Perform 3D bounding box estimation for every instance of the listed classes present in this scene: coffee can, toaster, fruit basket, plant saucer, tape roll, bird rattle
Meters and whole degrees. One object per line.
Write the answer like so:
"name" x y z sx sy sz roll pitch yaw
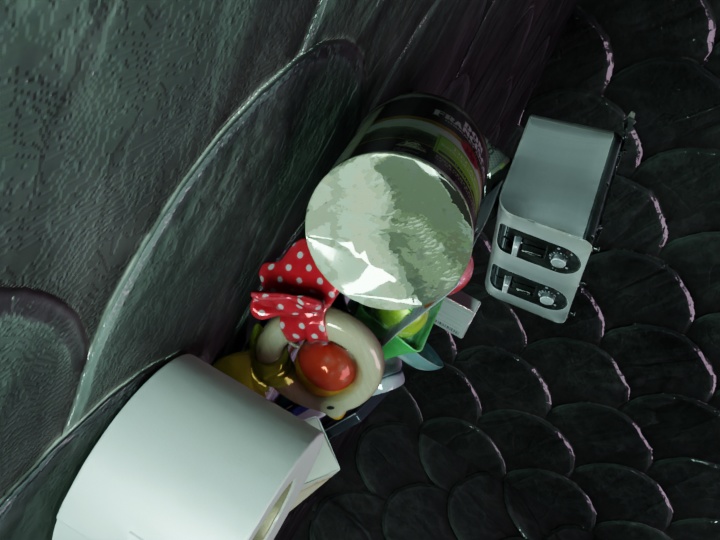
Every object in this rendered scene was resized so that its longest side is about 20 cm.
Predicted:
"coffee can" 0.042 -0.072 0.780 0.200 0.146 0.147 -66 180 -61
"toaster" 0.229 -0.069 0.973 0.181 0.119 0.200 87 24 -58
"fruit basket" 0.069 0.002 0.911 0.200 0.094 0.185 -51 -174 46
"plant saucer" 0.041 0.085 1.232 0.027 0.200 0.200 -49 173 6
"tape roll" -0.140 0.191 0.698 0.203 0.139 0.203 -58 170 -16
"bird rattle" -0.051 0.073 0.819 0.200 0.163 0.113 -55 -167 28

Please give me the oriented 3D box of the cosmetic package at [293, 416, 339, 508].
"cosmetic package" -0.117 0.258 1.001 0.103 0.073 0.200 -13 157 -33

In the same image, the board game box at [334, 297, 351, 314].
"board game box" -0.051 0.124 1.343 0.200 0.035 0.136 -57 171 -23

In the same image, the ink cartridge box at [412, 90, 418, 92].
"ink cartridge box" 0.065 -0.118 1.079 0.200 0.083 0.147 -63 172 7

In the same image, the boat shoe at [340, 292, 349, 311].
"boat shoe" 0.000 0.000 1.059 0.065 0.074 0.200 -21 170 -4

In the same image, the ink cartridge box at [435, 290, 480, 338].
"ink cartridge box" 0.075 0.016 1.177 0.045 0.200 0.176 -59 171 -14

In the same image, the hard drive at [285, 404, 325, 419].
"hard drive" -0.085 0.191 1.066 0.200 0.025 0.132 -31 176 11

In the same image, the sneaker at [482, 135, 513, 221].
"sneaker" 0.143 -0.079 1.078 0.200 0.087 0.074 -67 170 29

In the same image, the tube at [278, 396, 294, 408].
"tube" -0.073 0.147 1.082 0.200 0.050 0.077 -35 169 9

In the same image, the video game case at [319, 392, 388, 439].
"video game case" -0.050 0.238 1.253 0.200 0.019 0.143 -35 178 26

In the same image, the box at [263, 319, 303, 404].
"box" -0.098 0.101 0.978 0.200 0.039 0.137 -62 172 6

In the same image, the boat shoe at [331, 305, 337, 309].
"boat shoe" -0.055 0.108 1.143 0.068 0.072 0.200 -58 171 -23

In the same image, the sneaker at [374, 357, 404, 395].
"sneaker" 0.024 0.137 1.245 0.073 0.071 0.200 -19 -174 4
